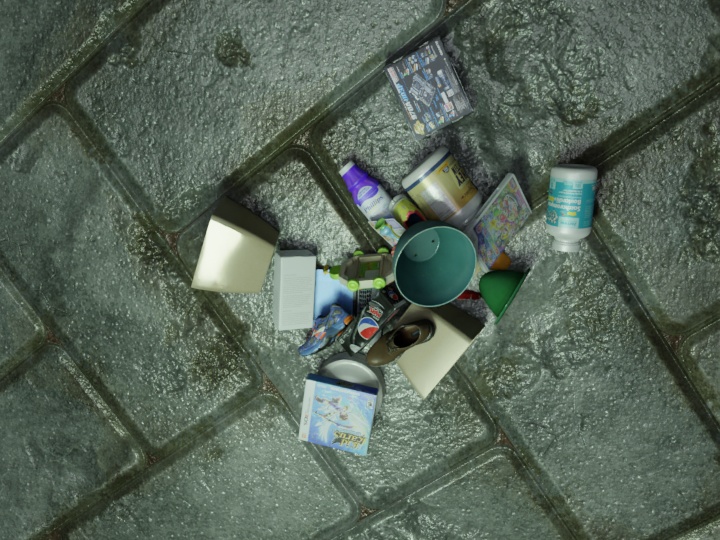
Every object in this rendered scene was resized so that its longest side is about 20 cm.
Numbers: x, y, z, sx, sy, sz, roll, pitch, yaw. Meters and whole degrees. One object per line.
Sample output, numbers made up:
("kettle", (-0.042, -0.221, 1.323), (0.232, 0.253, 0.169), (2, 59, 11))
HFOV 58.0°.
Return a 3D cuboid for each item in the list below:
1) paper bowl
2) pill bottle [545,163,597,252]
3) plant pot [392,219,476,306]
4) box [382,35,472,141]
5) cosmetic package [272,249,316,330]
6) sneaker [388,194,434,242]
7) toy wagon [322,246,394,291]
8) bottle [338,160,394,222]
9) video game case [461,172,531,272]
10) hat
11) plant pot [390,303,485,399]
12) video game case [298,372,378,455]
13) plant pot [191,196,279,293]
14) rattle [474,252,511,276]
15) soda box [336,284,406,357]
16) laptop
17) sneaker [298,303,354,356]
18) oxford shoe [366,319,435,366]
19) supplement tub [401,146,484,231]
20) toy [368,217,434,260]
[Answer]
("paper bowl", (-0.033, 0.339, 1.811), (0.196, 0.104, 0.206), (3, 106, 10))
("pill bottle", (0.510, -0.152, 1.579), (0.108, 0.111, 0.205), (3, 106, 9))
("plant pot", (0.161, -0.036, 1.539), (0.195, 0.135, 0.204), (-5, 117, -9))
("box", (0.166, -0.443, 1.591), (0.157, 0.046, 0.203), (-25, 100, 15))
("cosmetic package", (-0.180, 0.051, 1.753), (0.099, 0.071, 0.205), (-2, 107, -23))
("sneaker", (0.146, -0.100, 1.635), (0.078, 0.090, 0.200), (-46, 127, 1))
("toy wagon", (0.000, 0.000, 1.684), (0.195, 0.156, 0.040), (-6, 121, 11))
("bottle", (0.025, -0.192, 1.674), (0.083, 0.065, 0.201), (-38, 96, 14))
("video game case", (0.334, -0.116, 1.581), (0.201, 0.018, 0.144), (-51, 131, -12))
("hat", (0.310, 0.022, 1.636), (0.174, 0.199, 0.168), (33, 111, 13))
("plant pot", (0.180, 0.177, 1.681), (0.176, 0.199, 0.201), (40, 108, 11))
("video game case", (-0.061, 0.388, 1.751), (0.195, 0.046, 0.185), (11, 108, 7))
("plant pot", (-0.319, -0.050, 1.713), (0.174, 0.201, 0.203), (19, 108, -7))
("rattle", (0.268, -0.006, 1.703), (0.200, 0.141, 0.132), (-46, 62, 32))
("soda box", (0.026, 0.130, 1.662), (0.063, 0.070, 0.201), (46, 121, 12))
("laptop", (-0.037, 0.105, 1.739), (0.114, 0.199, 0.192), (-9, 109, -31))
("sneaker", (-0.099, 0.162, 1.752), (0.199, 0.075, 0.079), (-41, 73, 23))
("oxford shoe", (0.081, 0.176, 1.586), (0.199, 0.084, 0.074), (-36, 71, 26))
("supplement tub", (0.211, -0.186, 1.603), (0.144, 0.145, 0.201), (-38, 97, 17))
("toy", (0.107, -0.052, 1.642), (0.200, 0.114, 0.048), (45, 67, -25))
